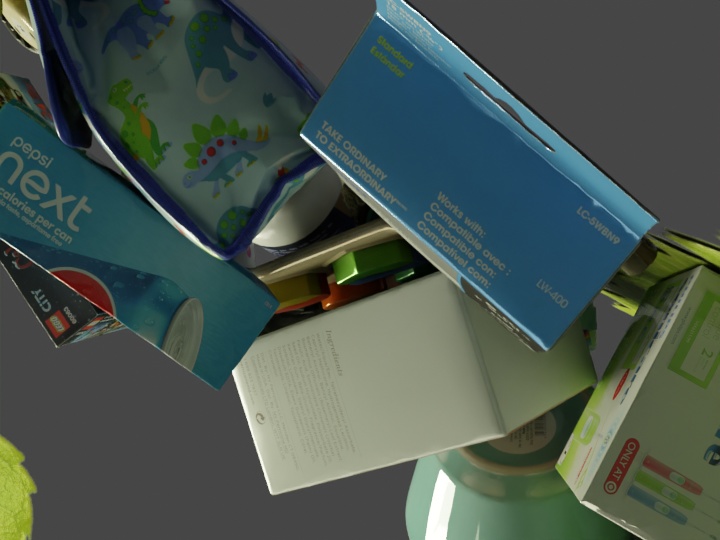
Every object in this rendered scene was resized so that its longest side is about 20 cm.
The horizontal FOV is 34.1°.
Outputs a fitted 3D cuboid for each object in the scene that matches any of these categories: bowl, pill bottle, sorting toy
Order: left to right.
[{"bbox_3d":[-0.042,-0.063,0.944,0.115,0.117,0.199,28,180,34],"label":"pill bottle"},{"bbox_3d":[0.000,0.000,0.833,0.197,0.037,0.184,-15,173,31],"label":"sorting toy"},{"bbox_3d":[0.128,0.149,0.914,0.199,0.200,0.106,29,141,39],"label":"bowl"}]

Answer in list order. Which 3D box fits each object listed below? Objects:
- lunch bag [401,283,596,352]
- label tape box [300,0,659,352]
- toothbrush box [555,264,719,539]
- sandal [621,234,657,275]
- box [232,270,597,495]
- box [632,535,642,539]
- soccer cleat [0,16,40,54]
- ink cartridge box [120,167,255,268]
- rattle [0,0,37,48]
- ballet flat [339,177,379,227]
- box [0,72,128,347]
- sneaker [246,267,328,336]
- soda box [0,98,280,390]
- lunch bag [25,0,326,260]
[{"bbox_3d":[0.106,0.040,0.975,0.158,0.079,0.199,-11,174,34],"label":"lunch bag"},{"bbox_3d":[0.047,-0.034,0.522,0.144,0.063,0.200,42,-179,8],"label":"label tape box"},{"bbox_3d":[0.194,0.087,0.721,0.085,0.147,0.200,28,180,6],"label":"toothbrush box"},{"bbox_3d":[0.100,-0.020,0.695,0.081,0.055,0.200,30,180,-28],"label":"sandal"},{"bbox_3d":[0.036,0.066,0.810,0.198,0.108,0.151,-20,176,35],"label":"box"},{"bbox_3d":[0.282,0.173,0.919,0.049,0.203,0.160,16,170,42],"label":"box"},{"bbox_3d":[-0.240,-0.210,1.032,0.198,0.069,0.073,33,-161,19],"label":"soccer cleat"},{"bbox_3d":[-0.138,-0.105,0.944,0.042,0.204,0.196,-8,170,13],"label":"ink cartridge box"},{"bbox_3d":[-0.256,-0.156,0.837,0.129,0.145,0.200,27,163,-3],"label":"rattle"},{"bbox_3d":[0.012,-0.074,0.750,0.076,0.068,0.200,51,175,3],"label":"ballet flat"},{"bbox_3d":[-0.220,-0.047,0.809,0.201,0.037,0.136,56,-169,4],"label":"box"},{"bbox_3d":[-0.076,0.027,0.985,0.103,0.061,0.200,21,-173,-16],"label":"sneaker"},{"bbox_3d":[-0.148,-0.016,0.710,0.199,0.068,0.064,37,180,-16],"label":"soda box"},{"bbox_3d":[-0.113,-0.112,0.671,0.200,0.127,0.170,47,178,-9],"label":"lunch bag"}]
